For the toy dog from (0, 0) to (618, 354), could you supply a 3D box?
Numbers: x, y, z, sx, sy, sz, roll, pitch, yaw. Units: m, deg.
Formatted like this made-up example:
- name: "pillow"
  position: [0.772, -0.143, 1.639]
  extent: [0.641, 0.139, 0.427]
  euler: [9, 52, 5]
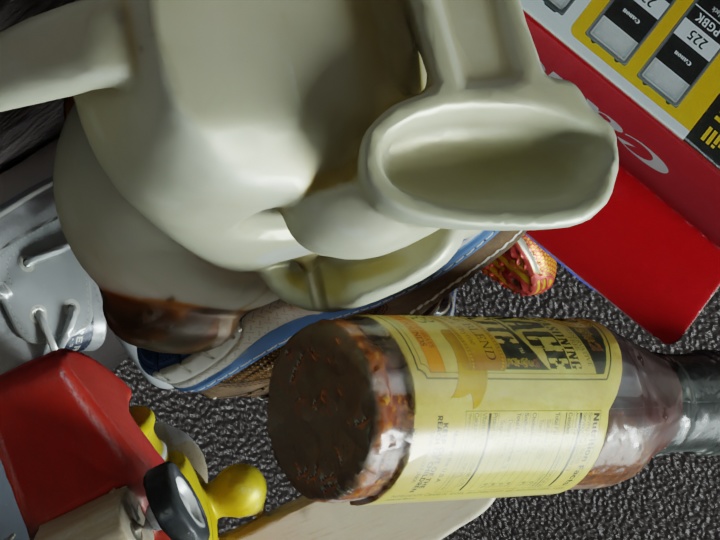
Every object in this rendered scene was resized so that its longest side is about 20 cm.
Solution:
- name: "toy dog"
  position: [-0.037, -0.038, 0.589]
  extent: [0.193, 0.140, 0.200]
  euler: [-21, 173, -23]

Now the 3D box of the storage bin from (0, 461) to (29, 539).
- name: "storage bin"
  position: [-0.223, 0.120, 0.800]
  extent: [0.199, 0.146, 0.134]
  euler: [-20, 176, 29]

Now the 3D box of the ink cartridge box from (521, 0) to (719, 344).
- name: "ink cartridge box"
  position: [0.103, -0.098, 0.675]
  extent: [0.176, 0.200, 0.084]
  euler: [-52, -178, -7]

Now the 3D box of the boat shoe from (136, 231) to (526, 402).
- name: "boat shoe"
  position: [0.000, 0.000, 0.718]
  extent: [0.200, 0.072, 0.073]
  euler: [-24, -127, 40]

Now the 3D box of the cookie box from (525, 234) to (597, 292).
- name: "cookie box"
  position: [0.160, -0.112, 0.916]
  extent: [0.171, 0.075, 0.200]
  euler: [-51, -175, 35]

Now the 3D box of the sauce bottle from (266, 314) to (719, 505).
- name: "sauce bottle"
  position: [0.062, 0.048, 0.650]
  extent: [0.199, 0.066, 0.066]
  euler: [2, 150, -40]

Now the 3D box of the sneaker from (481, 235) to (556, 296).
- name: "sneaker"
  position: [0.055, -0.080, 0.959]
  extent: [0.077, 0.200, 0.073]
  euler: [-25, 168, -21]

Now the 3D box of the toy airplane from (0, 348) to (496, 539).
- name: "toy airplane"
  position: [-0.066, 0.118, 0.695]
  extent: [0.141, 0.199, 0.200]
  euler: [-110, -144, -55]

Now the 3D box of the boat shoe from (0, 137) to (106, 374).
- name: "boat shoe"
  position: [-0.128, 0.010, 0.707]
  extent: [0.200, 0.068, 0.072]
  euler: [-43, 161, -57]

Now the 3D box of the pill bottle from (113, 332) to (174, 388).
- name: "pill bottle"
  position: [-0.034, -0.035, 0.868]
  extent: [0.199, 0.112, 0.112]
  euler: [-27, 180, -2]
